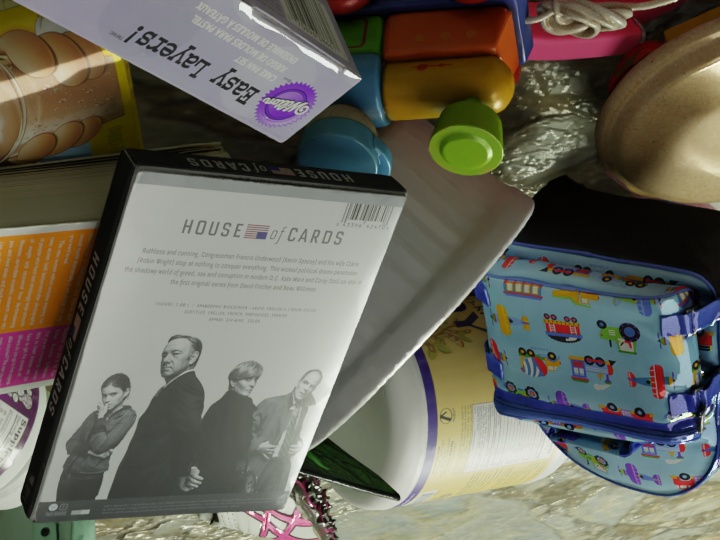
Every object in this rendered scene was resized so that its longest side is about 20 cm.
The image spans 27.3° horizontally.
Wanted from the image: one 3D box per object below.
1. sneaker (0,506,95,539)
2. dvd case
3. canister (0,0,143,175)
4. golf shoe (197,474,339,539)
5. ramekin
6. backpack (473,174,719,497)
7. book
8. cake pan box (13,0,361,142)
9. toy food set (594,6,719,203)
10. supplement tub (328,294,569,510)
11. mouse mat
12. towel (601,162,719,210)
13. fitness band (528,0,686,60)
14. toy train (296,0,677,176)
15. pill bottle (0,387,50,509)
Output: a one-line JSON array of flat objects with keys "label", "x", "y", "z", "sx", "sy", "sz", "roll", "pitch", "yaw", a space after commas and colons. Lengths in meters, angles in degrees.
[{"label": "sneaker", "x": -0.177, "y": 0.146, "z": 1.013, "sx": 0.200, "sy": 0.119, "sz": 0.074, "roll": -37, "pitch": 146, "yaw": 14}, {"label": "dvd case", "x": -0.073, "y": 0.038, "z": 0.734, "sx": 0.149, "sy": 0.025, "sz": 0.201, "roll": 3, "pitch": 120, "yaw": -34}, {"label": "canister", "x": -0.210, "y": -0.065, "z": 0.707, "sx": 0.199, "sy": 0.087, "sz": 0.149, "roll": -20, "pitch": 149, "yaw": -13}, {"label": "golf shoe", "x": -0.083, "y": 0.173, "z": 1.179, "sx": 0.092, "sy": 0.073, "sz": 0.200, "roll": -25, "pitch": 140, "yaw": 9}, {"label": "ramekin", "x": 0.000, "y": 0.000, "z": 0.872, "sx": 0.201, "sy": 0.098, "sz": 0.200, "roll": -46, "pitch": -178, "yaw": 2}, {"label": "backpack", "x": 0.172, "y": 0.060, "z": 0.954, "sx": 0.134, "sy": 0.182, "sz": 0.201, "roll": -41, "pitch": 133, "yaw": -42}, {"label": "book", "x": -0.162, "y": 0.010, "z": 0.723, "sx": 0.199, "sy": 0.048, "sz": 0.134, "roll": -9, "pitch": 141, "yaw": -31}, {"label": "cake pan box", "x": -0.095, "y": -0.157, "z": 0.560, "sx": 0.052, "sy": 0.185, "sz": 0.200, "roll": -35, "pitch": 149, "yaw": 22}, {"label": "toy food set", "x": 0.243, "y": -0.108, "z": 0.929, "sx": 0.197, "sy": 0.049, "sz": 0.200, "roll": -23, "pitch": 147, "yaw": 20}, {"label": "supplement tub", "x": 0.073, "y": 0.091, "z": 1.094, "sx": 0.199, "sy": 0.146, "sz": 0.146, "roll": -5, "pitch": 143, "yaw": -32}, {"label": "mouse mat", "x": -0.078, "y": 0.081, "z": 0.930, "sx": 0.161, "sy": 0.200, "sz": 0.008, "roll": 27, "pitch": 94, "yaw": -54}, {"label": "towel", "x": 0.287, "y": -0.085, "z": 1.024, "sx": 0.144, "sy": 0.023, "sz": 0.200, "roll": 33, "pitch": 133, "yaw": -28}, {"label": "fitness band", "x": 0.139, "y": -0.183, "z": 0.840, "sx": 0.199, "sy": 0.038, "sz": 0.144, "roll": -8, "pitch": 144, "yaw": -30}, {"label": "toy train", "x": 0.064, "y": -0.099, "z": 0.765, "sx": 0.198, "sy": 0.116, "sz": 0.085, "roll": -2, "pitch": 142, "yaw": 13}, {"label": "pill bottle", "x": -0.250, "y": 0.070, "z": 0.851, "sx": 0.112, "sy": 0.113, "sz": 0.200, "roll": -29, "pitch": 150, "yaw": 4}]
